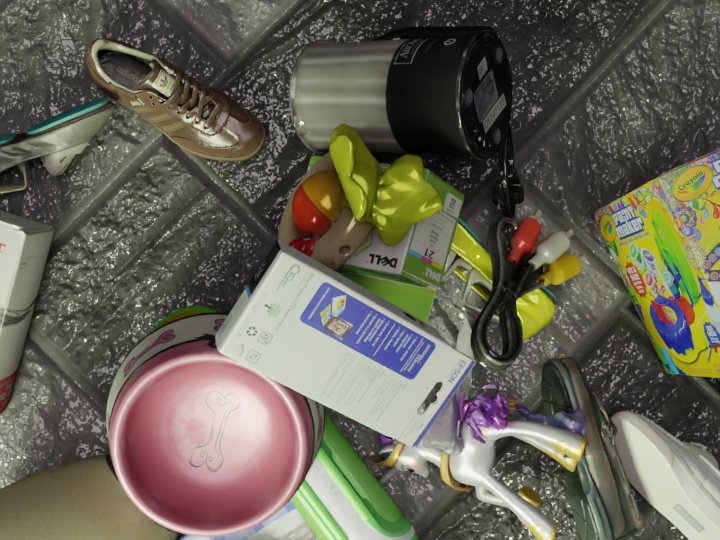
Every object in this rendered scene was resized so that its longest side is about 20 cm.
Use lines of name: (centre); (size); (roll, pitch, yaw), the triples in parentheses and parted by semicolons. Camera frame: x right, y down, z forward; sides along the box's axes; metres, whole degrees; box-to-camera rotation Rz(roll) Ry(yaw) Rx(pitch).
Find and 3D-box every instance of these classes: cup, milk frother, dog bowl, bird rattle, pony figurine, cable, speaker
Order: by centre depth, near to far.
dog bowl: (-0.129, 0.142, 0.769); (0.200, 0.074, 0.201); (-1, 101, -5)
bird rattle: (-0.024, -0.038, 0.795); (0.113, 0.163, 0.200); (22, 116, -26)
cup: (-0.256, 0.254, 0.801); (0.143, 0.200, 0.200); (-43, 87, -11)
cable: (0.147, 0.007, 0.829); (0.097, 0.050, 0.200); (43, 43, 0)
pony figurine: (0.112, 0.154, 0.845); (0.200, 0.167, 0.193); (18, 110, 15)
speaker: (-0.029, 0.213, 0.863); (0.088, 0.088, 0.200); (-37, 87, -5)
milk frother: (0.061, -0.141, 0.884); (0.188, 0.180, 0.200); (7, 117, 33)

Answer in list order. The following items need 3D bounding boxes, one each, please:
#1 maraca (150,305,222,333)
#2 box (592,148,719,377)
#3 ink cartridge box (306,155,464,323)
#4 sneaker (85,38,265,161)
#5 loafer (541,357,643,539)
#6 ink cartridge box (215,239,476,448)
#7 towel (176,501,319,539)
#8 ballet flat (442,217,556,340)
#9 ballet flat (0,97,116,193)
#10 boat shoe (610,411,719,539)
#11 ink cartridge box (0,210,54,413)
maraca: (-0.174, 0.132, 0.859); (0.137, 0.107, 0.200); (29, 100, 24)
box: (0.343, -0.009, 0.840); (0.122, 0.200, 0.193); (-23, 85, -3)
ink cartridge box: (0.000, 0.000, 0.856); (0.148, 0.076, 0.200); (11, 82, 36)
sneaker: (-0.194, -0.174, 0.900); (0.200, 0.076, 0.071); (25, 84, 1)
loafer: (0.236, 0.180, 0.890); (0.063, 0.072, 0.200); (-14, 93, -15)
ink cartridge box: (-0.010, 0.065, 0.729); (0.200, 0.039, 0.100); (31, 99, -21)
towel: (-0.089, 0.324, 0.883); (0.147, 0.024, 0.200); (-30, 86, -5)
ballet flat: (0.111, -0.001, 0.897); (0.200, 0.067, 0.067); (39, 76, -1)
ballet flat: (-0.341, -0.121, 0.906); (0.200, 0.067, 0.064); (-18, 113, -3)
boat shoe: (0.337, 0.213, 0.890); (0.200, 0.072, 0.068); (44, 56, 13)
ink cartridge box: (-0.401, 0.031, 0.852); (0.146, 0.083, 0.200); (18, 96, 0)
